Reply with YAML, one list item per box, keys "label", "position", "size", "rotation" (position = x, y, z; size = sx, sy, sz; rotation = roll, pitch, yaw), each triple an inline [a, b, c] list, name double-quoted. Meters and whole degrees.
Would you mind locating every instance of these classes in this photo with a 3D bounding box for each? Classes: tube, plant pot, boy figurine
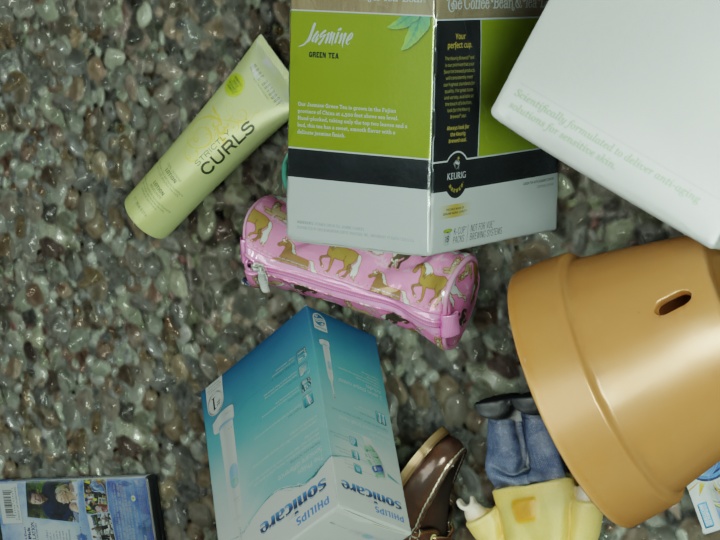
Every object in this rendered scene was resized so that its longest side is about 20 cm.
- label: "tube"
  position: [-0.128, -0.110, 1.751]
  size: [0.058, 0.052, 0.200]
  rotation: [36, 117, -21]
- label: "plant pot"
  position: [0.211, 0.062, 1.432]
  size: [0.139, 0.200, 0.201]
  rotation: [-27, 82, 19]
- label: "boy figurine"
  position: [0.135, 0.197, 1.611]
  size: [0.123, 0.064, 0.202]
  rotation: [-6, 92, 25]

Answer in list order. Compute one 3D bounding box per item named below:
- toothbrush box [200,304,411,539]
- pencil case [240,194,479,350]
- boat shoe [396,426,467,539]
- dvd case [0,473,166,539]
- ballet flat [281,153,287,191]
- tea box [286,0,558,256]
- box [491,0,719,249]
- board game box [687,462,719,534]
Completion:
- label: "toothbrush box"
  position: [-0.049, 0.156, 1.661]
  size: [0.146, 0.085, 0.201]
  rotation: [-40, 42, 31]
- label: "pencil case"
  position: [0.000, 0.000, 1.638]
  size: [0.199, 0.083, 0.087]
  rotation: [16, 73, 18]
- label: "boat shoe"
  position: [0.044, 0.220, 1.675]
  size: [0.070, 0.070, 0.201]
  rotation: [38, 123, 18]
- label: "dvd case"
  position: [-0.264, 0.267, 1.912]
  size: [0.199, 0.018, 0.144]
  rotation: [-6, 94, 33]
- label: "ballet flat"
  position: [-0.012, -0.139, 1.654]
  size: [0.067, 0.070, 0.201]
  rotation: [32, 113, 26]
- label: "tea box"
  position: [0.052, -0.123, 1.537]
  size: [0.133, 0.199, 0.198]
  rotation: [8, 100, 32]
- label: "box"
  position: [0.241, -0.140, 1.409]
  size: [0.198, 0.171, 0.201]
  rotation: [34, 102, 25]
- label: "board game box"
  position: [0.286, 0.083, 1.511]
  size: [0.135, 0.034, 0.201]
  rotation: [-24, 83, 33]
